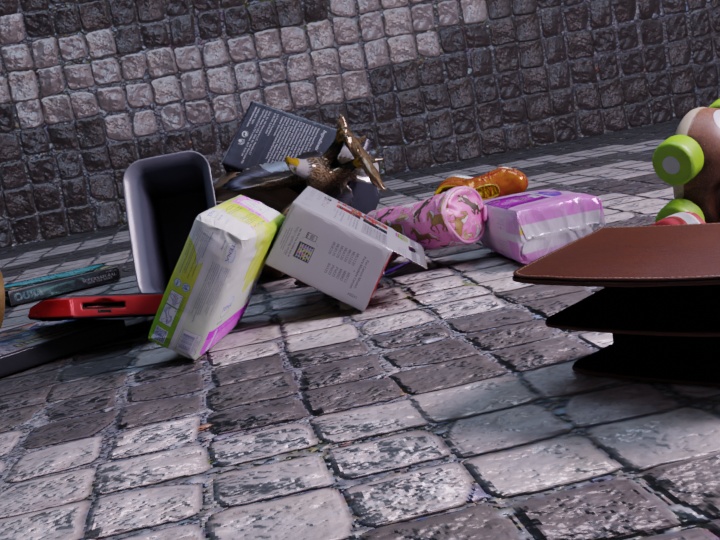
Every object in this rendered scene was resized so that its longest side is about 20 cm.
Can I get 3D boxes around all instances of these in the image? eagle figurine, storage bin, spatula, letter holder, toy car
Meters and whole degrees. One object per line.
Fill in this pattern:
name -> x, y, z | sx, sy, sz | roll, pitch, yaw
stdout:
eagle figurine -> -0.074, -0.118, 1.456 | 0.200, 0.151, 0.152 | -38, 26, 20
storage bin -> -0.246, -0.054, 1.515 | 0.144, 0.202, 0.134 | -11, -9, 0
spatula -> 0.000, 0.000, 1.454 | 0.198, 0.021, 0.056 | -8, 3, 19
letter holder -> 0.226, 0.031, 0.756 | 0.141, 0.102, 0.199 | -21, 13, -41
toy car -> 0.471, -0.107, 1.240 | 0.199, 0.159, 0.164 | 14, 35, 40

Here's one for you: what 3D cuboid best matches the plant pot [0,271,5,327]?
plant pot -> -0.603, 0.040, 1.463 | 0.198, 0.189, 0.186 | 0, 2, -32

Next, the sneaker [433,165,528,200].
sneaker -> 0.236, -0.152, 2.063 | 0.199, 0.073, 0.077 | -8, 30, 38

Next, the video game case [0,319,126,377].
video game case -> -0.426, 0.095, 1.327 | 0.180, 0.026, 0.199 | -2, 12, 43

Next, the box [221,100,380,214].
box -> -0.086, -0.137, 1.622 | 0.198, 0.118, 0.197 | 19, -19, 14

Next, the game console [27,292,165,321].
game console -> -0.308, 0.050, 1.331 | 0.198, 0.031, 0.177 | -1, -6, -24

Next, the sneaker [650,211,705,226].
sneaker -> 0.275, -0.006, 1.003 | 0.114, 0.079, 0.200 | -10, 8, -5

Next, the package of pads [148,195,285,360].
package of pads -> -0.155, 0.000, 1.190 | 0.068, 0.156, 0.200 | 25, 14, 3

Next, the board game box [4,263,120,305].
board game box -> -0.548, 0.023, 1.912 | 0.198, 0.028, 0.135 | -15, 9, -28

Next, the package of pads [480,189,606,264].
package of pads -> 0.233, -0.061, 1.398 | 0.119, 0.077, 0.200 | -10, 9, -8

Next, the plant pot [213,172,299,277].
plant pot -> -0.144, -0.054, 1.589 | 0.199, 0.093, 0.201 | 23, -20, 9

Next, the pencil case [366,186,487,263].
pencil case -> 0.084, -0.060, 1.466 | 0.199, 0.083, 0.087 | -13, 31, 52

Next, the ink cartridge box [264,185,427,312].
ink cartridge box -> -0.013, -0.021, 1.302 | 0.174, 0.084, 0.200 | 26, 9, -2
